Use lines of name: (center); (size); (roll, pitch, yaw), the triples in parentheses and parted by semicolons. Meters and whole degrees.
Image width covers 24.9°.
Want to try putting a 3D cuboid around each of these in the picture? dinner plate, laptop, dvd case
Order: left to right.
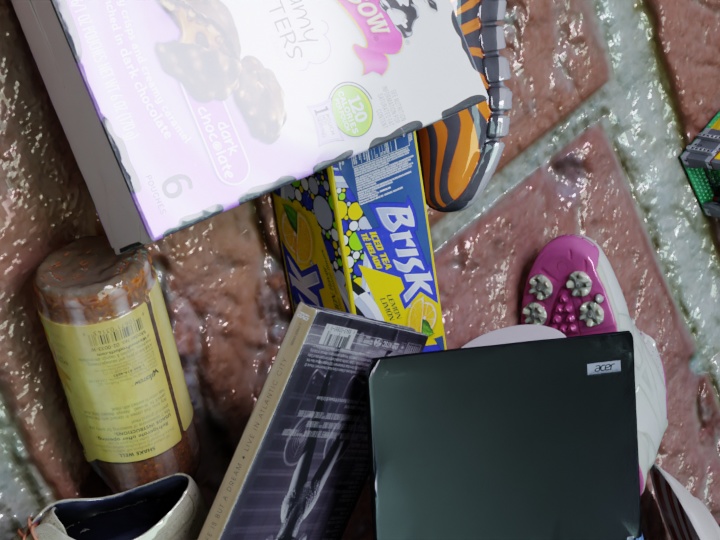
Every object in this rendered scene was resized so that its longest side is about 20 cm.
dvd case: (-0.035, 0.117, 0.863); (0.149, 0.016, 0.201); (16, 97, -65)
laptop: (0.059, 0.139, 0.931); (0.177, 0.104, 0.200); (-4, 146, -29)
dinner plate: (0.252, 0.224, 1.133); (0.024, 0.200, 0.201); (-24, 119, 0)

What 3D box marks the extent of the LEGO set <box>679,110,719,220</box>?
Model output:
LEGO set: (0.331, -0.058, 1.171); (0.154, 0.116, 0.200); (-38, 123, -26)

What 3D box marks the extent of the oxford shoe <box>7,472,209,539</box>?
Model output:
oxford shoe: (-0.170, 0.153, 0.826); (0.199, 0.071, 0.074); (-19, 125, -19)

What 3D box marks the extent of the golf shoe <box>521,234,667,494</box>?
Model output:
golf shoe: (0.163, 0.057, 1.104); (0.091, 0.075, 0.201); (-40, 127, -43)

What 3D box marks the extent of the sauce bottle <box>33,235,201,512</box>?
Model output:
sauce bottle: (-0.121, 0.079, 0.867); (0.066, 0.066, 0.201); (-29, 125, -31)

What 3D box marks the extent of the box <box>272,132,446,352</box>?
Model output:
box: (0.000, 0.000, 0.946); (0.064, 0.070, 0.201); (-21, 114, -31)

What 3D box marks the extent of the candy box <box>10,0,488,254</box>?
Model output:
candy box: (-0.058, -0.125, 0.817); (0.200, 0.072, 0.168); (-25, 96, -23)

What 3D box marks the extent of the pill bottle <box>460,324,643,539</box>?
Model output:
pill bottle: (0.117, 0.140, 1.050); (0.112, 0.112, 0.201); (-34, 120, -28)

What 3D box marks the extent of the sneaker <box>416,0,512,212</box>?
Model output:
sneaker: (0.027, -0.136, 0.941); (0.112, 0.077, 0.201); (3, 88, -36)
